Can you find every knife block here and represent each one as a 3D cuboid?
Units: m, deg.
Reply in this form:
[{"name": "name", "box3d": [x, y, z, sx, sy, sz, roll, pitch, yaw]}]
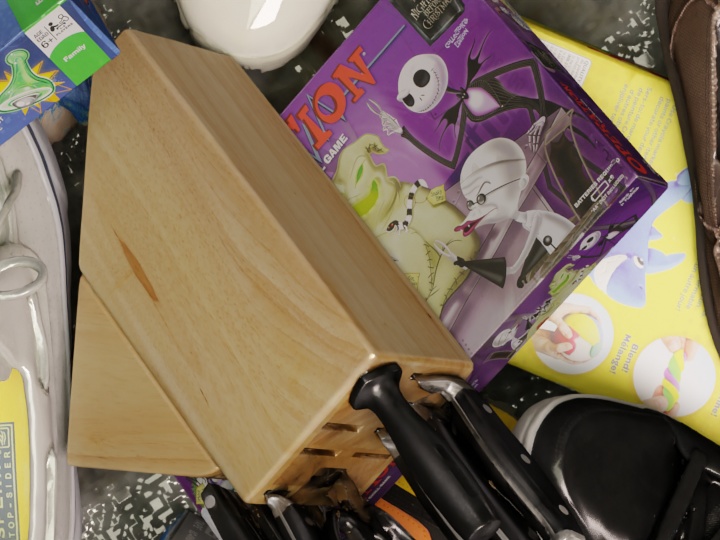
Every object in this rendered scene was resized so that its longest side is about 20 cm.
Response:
[{"name": "knife block", "box3d": [-0.008, 0.022, 0.896, 0.175, 0.064, 0.201, 1, 85, 33]}]

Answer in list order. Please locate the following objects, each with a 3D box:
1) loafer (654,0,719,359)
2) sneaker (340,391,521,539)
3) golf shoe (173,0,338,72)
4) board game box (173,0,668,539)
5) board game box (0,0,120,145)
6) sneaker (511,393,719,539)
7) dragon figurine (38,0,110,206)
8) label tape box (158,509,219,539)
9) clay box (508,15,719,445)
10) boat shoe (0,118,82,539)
[{"name": "loafer", "box3d": [0.143, -0.016, 0.913, 0.073, 0.071, 0.201, -20, 97, 4]}, {"name": "sneaker", "box3d": [0.069, 0.145, 0.974, 0.090, 0.070, 0.200, -35, 87, -11]}, {"name": "golf shoe", "box3d": [-0.029, -0.167, 0.945, 0.078, 0.097, 0.201, 10, 98, 0]}, {"name": "board game box", "box3d": [0.000, 0.000, 0.948, 0.200, 0.032, 0.120, -49, 58, 18]}, {"name": "board game box", "box3d": [-0.174, -0.098, 0.924, 0.135, 0.034, 0.200, -38, 48, 5]}, {"name": "sneaker", "box3d": [0.151, 0.093, 0.905, 0.200, 0.112, 0.073, 35, 60, -23]}, {"name": "dragon figurine", "box3d": [-0.137, -0.062, 0.978, 0.099, 0.059, 0.200, 39, 96, -1]}, {"name": "label tape box", "box3d": [-0.025, 0.204, 0.996, 0.200, 0.066, 0.143, 35, 96, 1]}, {"name": "clay box", "box3d": [0.110, -0.006, 0.977, 0.199, 0.048, 0.115, 23, 97, -1]}, {"name": "boat shoe", "box3d": [-0.136, 0.021, 0.911, 0.074, 0.086, 0.203, -5, 93, 2]}]
